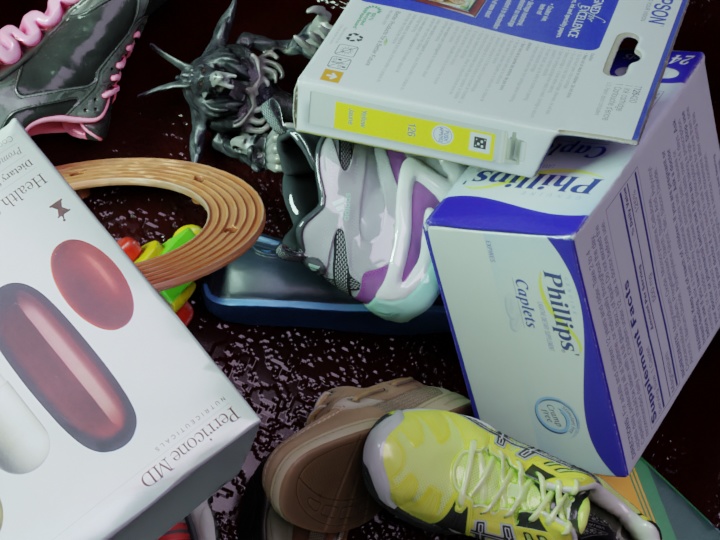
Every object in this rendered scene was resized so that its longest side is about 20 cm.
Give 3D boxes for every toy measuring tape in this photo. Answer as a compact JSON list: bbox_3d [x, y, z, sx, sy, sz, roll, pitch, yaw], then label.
[{"bbox_3d":[-0.160,0.039,1.233,0.074,0.074,0.200,41,55,2],"label":"toy measuring tape"}]

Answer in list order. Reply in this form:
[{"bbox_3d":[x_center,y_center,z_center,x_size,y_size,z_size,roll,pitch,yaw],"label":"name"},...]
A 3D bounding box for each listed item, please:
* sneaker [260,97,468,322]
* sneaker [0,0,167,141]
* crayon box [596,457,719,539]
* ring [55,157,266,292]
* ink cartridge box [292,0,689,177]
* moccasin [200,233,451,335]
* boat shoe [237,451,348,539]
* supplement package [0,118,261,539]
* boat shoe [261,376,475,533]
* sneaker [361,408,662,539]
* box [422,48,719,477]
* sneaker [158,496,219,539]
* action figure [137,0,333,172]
[{"bbox_3d":[0.005,-0.080,1.236,0.140,0.078,0.200,26,60,-14],"label":"sneaker"},{"bbox_3d":[-0.180,-0.131,1.299,0.200,0.079,0.095,-37,88,-15],"label":"sneaker"},{"bbox_3d":[0.126,0.207,1.264,0.119,0.058,0.200,43,67,3],"label":"crayon box"},{"bbox_3d":[-0.157,-0.022,1.225,0.200,0.200,0.019,-13,117,-18],"label":"ring"},{"bbox_3d":[0.084,-0.128,1.221,0.200,0.047,0.198,15,37,11],"label":"ink cartridge box"},{"bbox_3d":[0.000,0.000,1.292,0.200,0.080,0.068,6,73,-14],"label":"moccasin"},{"bbox_3d":[-0.038,0.209,1.214,0.074,0.076,0.200,13,68,-16],"label":"boat shoe"},{"bbox_3d":[-0.190,0.072,1.033,0.191,0.147,0.200,-38,82,-17],"label":"supplement package"},{"bbox_3d":[-0.004,0.107,1.222,0.064,0.071,0.200,29,19,28],"label":"boat shoe"},{"bbox_3d":[0.092,0.127,1.180,0.200,0.076,0.075,21,72,-28],"label":"sneaker"},{"bbox_3d":[0.144,-0.009,1.245,0.105,0.184,0.200,7,40,32],"label":"box"},{"bbox_3d":[-0.129,0.156,1.217,0.085,0.077,0.200,-8,66,-6],"label":"sneaker"},{"bbox_3d":[-0.040,-0.111,1.311,0.200,0.102,0.119,13,80,-12],"label":"action figure"}]
